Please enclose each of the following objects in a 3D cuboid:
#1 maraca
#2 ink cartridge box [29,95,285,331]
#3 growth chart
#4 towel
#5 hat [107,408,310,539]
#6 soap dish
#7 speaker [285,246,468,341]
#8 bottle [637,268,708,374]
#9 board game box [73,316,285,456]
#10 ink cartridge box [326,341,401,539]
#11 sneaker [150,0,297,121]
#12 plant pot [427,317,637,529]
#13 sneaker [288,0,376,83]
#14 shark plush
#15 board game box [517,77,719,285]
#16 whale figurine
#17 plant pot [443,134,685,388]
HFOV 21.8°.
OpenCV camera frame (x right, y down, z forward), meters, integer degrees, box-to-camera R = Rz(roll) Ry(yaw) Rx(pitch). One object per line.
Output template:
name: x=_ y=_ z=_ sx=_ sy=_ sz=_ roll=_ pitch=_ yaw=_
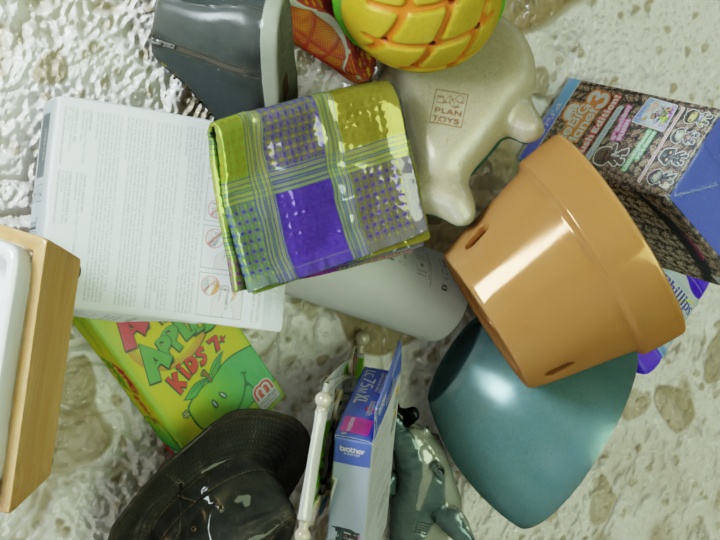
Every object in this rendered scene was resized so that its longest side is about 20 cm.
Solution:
maraca: x=0.036 y=-0.229 z=1.491 sx=0.137 sy=0.107 sz=0.200 roll=-31 pitch=142 yaw=19
ink cartridge box: x=-0.155 y=-0.039 z=1.458 sx=0.199 sy=0.057 sz=0.164 roll=8 pitch=83 yaw=-27
growth chart: x=-0.025 y=0.145 z=1.607 sx=0.200 sy=0.018 sz=0.146 roll=-51 pitch=149 yaw=-73
towel: x=-0.030 y=-0.068 z=1.482 sx=0.199 sy=0.023 sz=0.145 roll=-15 pitch=99 yaw=-39
hat: x=-0.107 y=0.213 z=1.548 sx=0.200 sy=0.081 sz=0.201 roll=-25 pitch=140 yaw=-23
soap dish: x=-0.285 y=0.058 z=1.372 sx=0.081 sy=0.157 sz=0.201 roll=-3 pitch=105 yaw=-54
speaker: x=0.000 y=0.000 z=1.620 sx=0.199 sy=0.081 sz=0.082 roll=19 pitch=90 yaw=-40
bottle: x=0.308 y=0.004 z=1.869 sx=0.084 sy=0.065 sz=0.200 roll=45 pitch=74 yaw=-35
board game box: x=-0.154 y=0.064 z=1.537 sx=0.102 sy=0.048 sz=0.200 roll=-45 pitch=125 yaw=-19
ink cartridge box: x=0.002 y=0.172 z=1.627 sx=0.119 sy=0.042 sz=0.201 roll=-65 pitch=164 yaw=-60
sneaker: x=-0.110 y=-0.148 z=1.512 sx=0.075 sy=0.105 sz=0.201 roll=-73 pitch=169 yaw=-45
plant pot: x=0.142 y=0.115 z=1.710 sx=0.134 sy=0.200 sz=0.201 roll=32 pitch=81 yaw=-9
sneaker: x=-0.045 y=-0.217 z=1.543 sx=0.200 sy=0.077 sz=0.073 roll=41 pitch=56 yaw=-52
shark plush: x=0.043 y=0.192 z=1.713 sx=0.083 sy=0.091 sz=0.201 roll=-18 pitch=127 yaw=1
board game box: x=0.275 y=-0.081 z=1.734 sx=0.159 sy=0.200 sz=0.097 roll=43 pitch=76 yaw=-36
whale figurine: x=0.079 y=-0.126 z=1.608 sx=0.104 sy=0.158 sz=0.201 roll=83 pitch=17 yaw=-69
plant pot: x=0.164 y=0.007 z=1.587 sx=0.140 sy=0.200 sz=0.201 roll=-33 pitch=123 yaw=-1
